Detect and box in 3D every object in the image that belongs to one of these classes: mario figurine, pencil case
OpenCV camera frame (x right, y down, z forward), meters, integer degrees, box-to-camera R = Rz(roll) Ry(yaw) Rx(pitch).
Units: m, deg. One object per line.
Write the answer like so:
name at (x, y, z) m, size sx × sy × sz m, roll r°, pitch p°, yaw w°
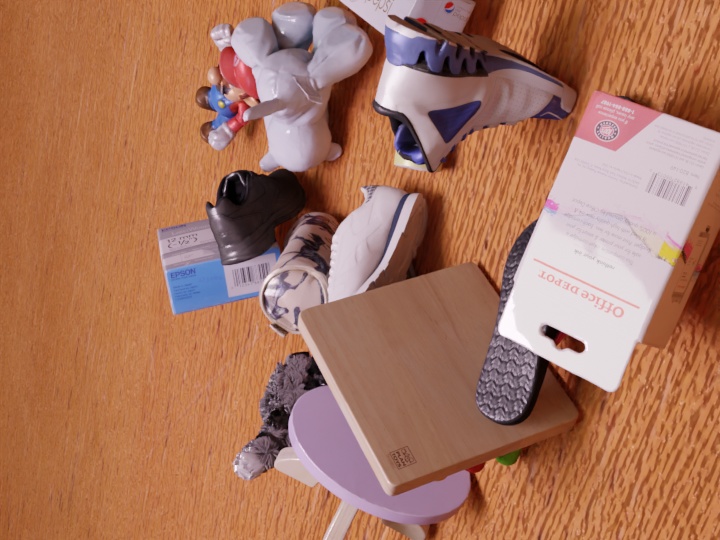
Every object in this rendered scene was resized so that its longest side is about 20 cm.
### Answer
mario figurine at (-0.187, -0.245, 1.379) m, size 0.124 × 0.106 × 0.200 m, roll 48°, pitch 151°, yaw -5°
pencil case at (-0.063, 0.003, 1.162) m, size 0.200 × 0.077 × 0.090 m, roll -77°, pitch 10°, yaw -70°

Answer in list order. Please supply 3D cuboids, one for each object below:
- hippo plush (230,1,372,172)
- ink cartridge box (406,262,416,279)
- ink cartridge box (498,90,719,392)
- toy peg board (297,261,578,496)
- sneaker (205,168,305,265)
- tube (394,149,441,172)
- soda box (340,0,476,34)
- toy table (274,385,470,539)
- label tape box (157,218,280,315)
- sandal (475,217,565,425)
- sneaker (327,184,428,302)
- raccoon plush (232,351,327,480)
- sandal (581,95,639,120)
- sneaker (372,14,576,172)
hippo plush at (-0.056, -0.198, 1.197) m, size 0.162 × 0.157 × 0.202 m, roll 78°, pitch 178°, yaw -48°
ink cartridge box at (0.006, 0.080, 1.174) m, size 0.200 × 0.050 × 0.165 m, roll -39°, pitch 60°, yaw 47°
ink cartridge box at (0.198, -0.019, 0.788) m, size 0.116 × 0.067 × 0.203 m, roll 28°, pitch 98°, yaw 34°
toy peg board at (0.064, 0.117, 0.976) m, size 0.201 × 0.196 × 0.099 m, roll 58°, pitch 153°, yaw 35°
sneaker at (-0.125, -0.087, 1.235) m, size 0.075 × 0.201 × 0.092 m, roll -15°, pitch 113°, yaw 22°
tube at (0.071, -0.204, 1.053) m, size 0.057 × 0.052 × 0.204 m, roll 11°, pitch 96°, yaw 17°
soda box at (0.037, -0.277, 1.040) m, size 0.069 × 0.063 × 0.200 m, roll -62°, pitch 32°, yaw 17°
toy table at (0.006, 0.218, 1.090) m, size 0.199 × 0.184 × 0.118 m, roll 35°, pitch 139°, yaw 10°
label tape box at (-0.185, -0.028, 1.316) m, size 0.200 × 0.141 × 0.067 m, roll -120°, pitch 20°, yaw -59°
sandal at (0.157, 0.040, 0.915) m, size 0.074 × 0.045 × 0.203 m, roll 17°, pitch 86°, yaw 39°
sneaker at (0.000, 0.000, 1.073) m, size 0.079 × 0.202 × 0.077 m, roll 17°, pitch 154°, yaw 23°
raccoon plush at (-0.103, 0.177, 1.232) m, size 0.097 × 0.199 × 0.134 m, roll 52°, pitch 147°, yaw 7°
sandal at (0.216, -0.042, 0.853) m, size 0.075 × 0.048 × 0.204 m, roll -1°, pitch 78°, yaw 42°
sneaker at (0.084, -0.145, 0.902) m, size 0.081 × 0.197 × 0.116 m, roll 49°, pitch 123°, yaw 47°
